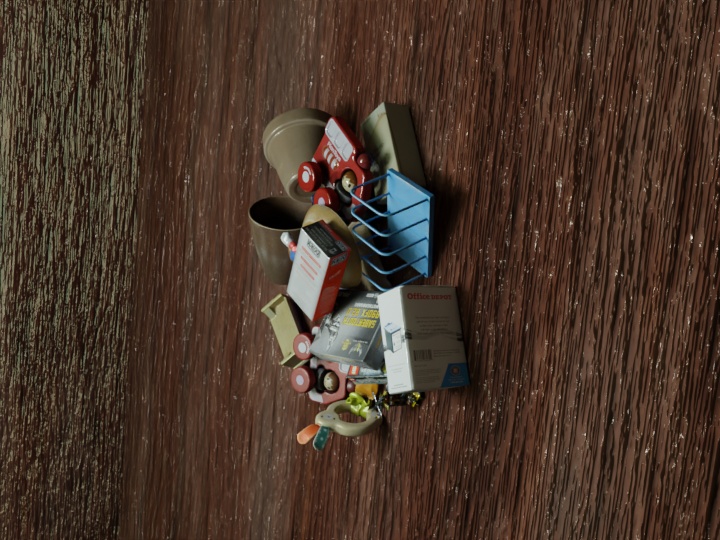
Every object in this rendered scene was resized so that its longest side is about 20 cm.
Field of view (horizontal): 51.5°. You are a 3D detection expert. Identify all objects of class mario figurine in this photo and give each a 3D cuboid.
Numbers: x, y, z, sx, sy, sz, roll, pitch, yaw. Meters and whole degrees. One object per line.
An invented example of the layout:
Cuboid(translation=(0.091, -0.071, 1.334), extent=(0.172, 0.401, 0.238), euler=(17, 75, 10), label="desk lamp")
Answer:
Cuboid(translation=(-0.112, -0.071, 1.796), extent=(0.106, 0.123, 0.200), euler=(62, 161, -2), label="mario figurine")

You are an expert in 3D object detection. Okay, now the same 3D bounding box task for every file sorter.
Cuboid(translation=(0.060, -0.079, 1.533), extent=(0.139, 0.123, 0.200), euler=(40, 145, 41), label="file sorter")

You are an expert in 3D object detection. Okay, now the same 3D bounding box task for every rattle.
Cuboid(translation=(-0.042, 0.306, 1.675), extent=(0.130, 0.200, 0.143), euler=(53, 136, 41), label="rattle")

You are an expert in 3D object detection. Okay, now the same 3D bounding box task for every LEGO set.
Cuboid(translation=(0.048, 0.208, 1.619), extent=(0.154, 0.116, 0.200), euler=(-58, 44, 39), label="LEGO set")

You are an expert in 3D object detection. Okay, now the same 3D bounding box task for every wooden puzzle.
Cuboid(translation=(0.000, 0.000, 1.779), extent=(0.185, 0.037, 0.200), euler=(-50, 55, 47), label="wooden puzzle")

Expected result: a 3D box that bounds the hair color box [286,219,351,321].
Cuboid(translation=(-0.091, 0.002, 1.569), extent=(0.102, 0.061, 0.200), euler=(47, 143, 25), label="hair color box")

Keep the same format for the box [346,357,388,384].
Cuboid(translation=(0.057, 0.141, 1.570), extent=(0.137, 0.040, 0.200), euler=(-10, 52, 41), label="box")

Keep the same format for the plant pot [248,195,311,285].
Cuboid(translation=(-0.204, -0.068, 1.989), extent=(0.187, 0.187, 0.200), euler=(47, 142, 47), label="plant pot")

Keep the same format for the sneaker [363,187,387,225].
Cuboid(translation=(0.015, -0.208, 1.737), extent=(0.091, 0.076, 0.200), euler=(-36, 69, 44), label="sneaker")

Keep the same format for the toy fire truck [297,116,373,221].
Cuboid(translation=(-0.039, -0.215, 1.633), extent=(0.200, 0.112, 0.168), euler=(57, 138, 28), label="toy fire truck")

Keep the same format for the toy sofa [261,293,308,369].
Cuboid(translation=(-0.186, 0.168, 2.036), extent=(0.083, 0.098, 0.200), euler=(-40, 52, 20), label="toy sofa")

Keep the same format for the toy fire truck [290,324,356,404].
Cuboid(translation=(-0.072, 0.232, 1.831), extent=(0.168, 0.112, 0.200), euler=(7, 97, 38), label="toy fire truck")

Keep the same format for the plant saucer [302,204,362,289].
Cuboid(translation=(-0.073, -0.043, 1.613), extent=(0.200, 0.035, 0.200), euler=(38, 143, 36), label="plant saucer")

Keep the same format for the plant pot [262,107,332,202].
Cuboid(translation=(-0.131, -0.264, 1.815), extent=(0.200, 0.200, 0.175), euler=(-51, 40, 44), label="plant pot")

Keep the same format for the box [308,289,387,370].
Cuboid(translation=(-0.008, 0.121, 1.581), extent=(0.200, 0.048, 0.159), euler=(2, 61, 53), label="box")

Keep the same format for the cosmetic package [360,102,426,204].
Cuboid(translation=(0.071, -0.254, 1.638), extent=(0.104, 0.073, 0.200), euler=(-36, 60, 51), label="cosmetic package")

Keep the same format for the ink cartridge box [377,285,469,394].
Cuboid(translation=(0.124, 0.136, 1.475), extent=(0.086, 0.146, 0.200), euler=(-26, 68, 53), label="ink cartridge box")

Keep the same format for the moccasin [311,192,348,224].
Cuboid(translation=(-0.071, -0.146, 1.788), extent=(0.200, 0.080, 0.068), euler=(58, -165, -80), label="moccasin")
